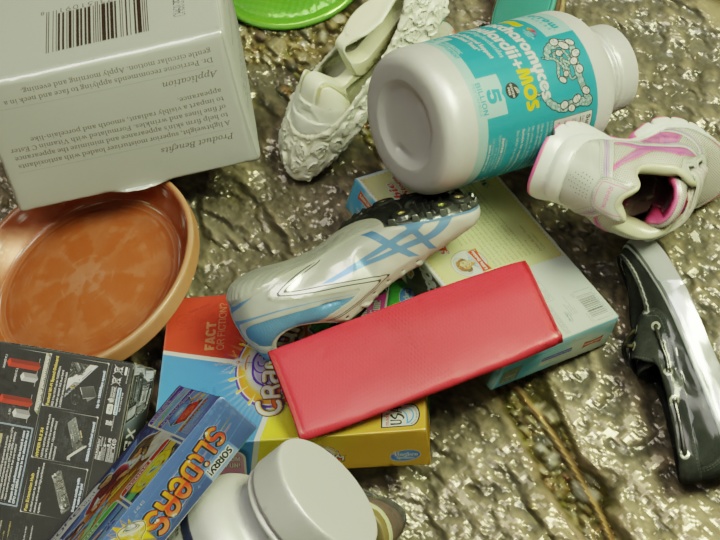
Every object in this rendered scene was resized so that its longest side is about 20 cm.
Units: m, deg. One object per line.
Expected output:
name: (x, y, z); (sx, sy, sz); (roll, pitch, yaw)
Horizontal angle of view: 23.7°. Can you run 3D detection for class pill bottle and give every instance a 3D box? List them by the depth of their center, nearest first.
pill bottle: (-0.089, 0.207, 1.145); (0.200, 0.120, 0.120); (-42, 59, 21)
pill bottle: (0.112, -0.132, 1.285); (0.200, 0.111, 0.111); (-19, 57, -31)

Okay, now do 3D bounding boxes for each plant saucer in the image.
plant saucer: (-0.218, 0.004, 1.352); (0.200, 0.032, 0.200); (-12, 51, 15)

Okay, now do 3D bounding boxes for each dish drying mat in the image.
dish drying mat: (0.039, 0.056, 1.229); (0.200, 0.018, 0.077); (-21, 63, -3)

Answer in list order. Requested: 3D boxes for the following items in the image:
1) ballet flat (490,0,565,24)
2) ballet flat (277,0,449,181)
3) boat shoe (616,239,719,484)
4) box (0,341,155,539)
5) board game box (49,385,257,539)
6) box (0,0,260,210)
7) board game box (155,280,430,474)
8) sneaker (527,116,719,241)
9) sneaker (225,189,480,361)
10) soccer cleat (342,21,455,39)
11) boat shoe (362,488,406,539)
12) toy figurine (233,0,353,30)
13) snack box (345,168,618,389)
ballet flat: (0.148, -0.230, 1.436); (0.070, 0.065, 0.200); (-12, 54, 28)
ballet flat: (-0.011, -0.163, 1.377); (0.072, 0.072, 0.200); (44, 102, 26)
boat shoe: (0.226, 0.063, 1.262); (0.057, 0.069, 0.200); (-19, 62, -3)
box: (-0.247, 0.155, 1.246); (0.158, 0.050, 0.200); (8, 83, 13)
board game box: (-0.159, 0.166, 1.140); (0.034, 0.135, 0.200); (42, 79, -13)
box: (-0.197, -0.173, 1.386); (0.199, 0.131, 0.200); (-12, 41, 0)
board game box: (-0.049, 0.081, 1.282); (0.200, 0.040, 0.153); (-5, 45, 5)
sneaker: (0.219, -0.061, 1.284); (0.200, 0.081, 0.088); (-8, 36, -41)
sneaker: (0.000, 0.000, 1.261); (0.200, 0.073, 0.072); (-26, 18, 1)
soccer cleat: (0.072, -0.167, 1.414); (0.200, 0.069, 0.078); (28, 65, 24)
boat shoe: (-0.061, 0.184, 1.235); (0.201, 0.066, 0.072); (-1, 94, 27)
toy figurine: (-0.084, -0.337, 1.462); (0.150, 0.184, 0.200); (-26, 60, -7)
snack box: (0.091, -0.008, 1.314); (0.116, 0.037, 0.200); (-18, 57, -32)
